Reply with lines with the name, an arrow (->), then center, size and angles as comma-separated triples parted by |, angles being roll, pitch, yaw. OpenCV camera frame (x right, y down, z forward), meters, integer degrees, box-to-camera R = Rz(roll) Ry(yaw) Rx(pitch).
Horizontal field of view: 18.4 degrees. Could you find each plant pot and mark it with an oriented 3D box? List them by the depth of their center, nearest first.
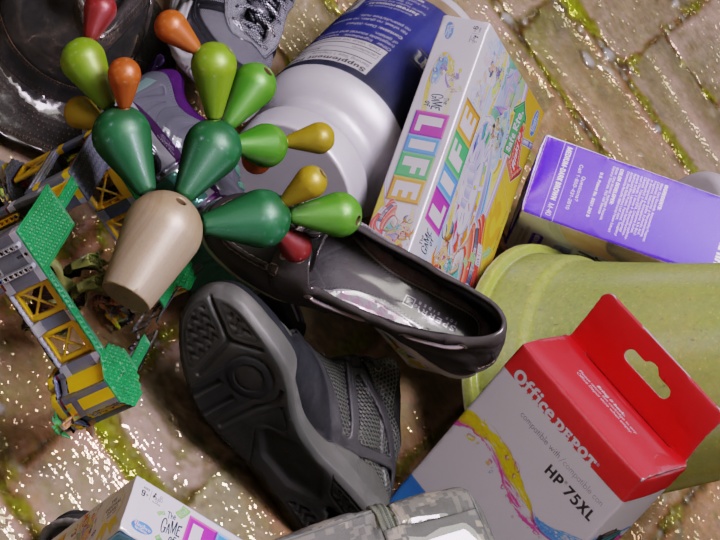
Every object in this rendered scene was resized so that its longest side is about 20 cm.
plant pot -> 0.197, 0.071, 1.478 | 0.200, 0.184, 0.201 | 14, 72, -52

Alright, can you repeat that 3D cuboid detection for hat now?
hat -> -0.180, -0.168, 1.428 | 0.200, 0.081, 0.201 | 22, 51, -30

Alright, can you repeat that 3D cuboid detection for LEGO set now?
LEGO set -> -0.192, 0.013, 1.302 | 0.154, 0.115, 0.200 | 54, 26, -27

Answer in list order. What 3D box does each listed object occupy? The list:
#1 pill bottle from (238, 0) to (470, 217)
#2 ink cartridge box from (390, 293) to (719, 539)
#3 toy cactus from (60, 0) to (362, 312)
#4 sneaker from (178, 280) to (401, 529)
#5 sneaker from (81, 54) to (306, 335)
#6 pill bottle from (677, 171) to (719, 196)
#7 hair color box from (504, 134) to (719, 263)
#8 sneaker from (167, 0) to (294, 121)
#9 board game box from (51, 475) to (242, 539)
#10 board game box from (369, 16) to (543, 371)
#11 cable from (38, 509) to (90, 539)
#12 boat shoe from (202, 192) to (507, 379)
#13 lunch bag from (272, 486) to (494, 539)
pill bottle -> -0.002, -0.105, 1.516 | 0.116, 0.116, 0.200 | 47, 44, -6
ink cartridge box -> 0.117, 0.123, 1.385 | 0.116, 0.200, 0.067 | 48, 27, 21
toy cactus -> -0.103, -0.053, 1.280 | 0.200, 0.102, 0.165 | 36, 66, -19
sneaker -> -0.039, 0.069, 1.386 | 0.200, 0.076, 0.114 | 53, 33, -24
sneaker -> -0.086, -0.044, 1.416 | 0.200, 0.074, 0.088 | 54, 47, -15
pill bottle -> 0.319, 0.008, 1.723 | 0.199, 0.112, 0.113 | 23, 50, -29
hair color box -> 0.208, -0.022, 1.573 | 0.199, 0.109, 0.065 | 18, 77, 2
sneaker -> -0.066, -0.182, 1.468 | 0.075, 0.114, 0.200 | 41, 19, -26
board game box -> -0.118, 0.190, 1.160 | 0.134, 0.200, 0.034 | 34, 46, -20
board game box -> 0.058, -0.047, 1.475 | 0.134, 0.034, 0.201 | 47, 59, -60
cable -> -0.093, 0.177, 1.217 | 0.199, 0.097, 0.050 | 25, 33, 13
boat shoe -> 0.000, 0.000, 1.350 | 0.199, 0.057, 0.067 | 27, 65, -4
lunch bag -> 0.005, 0.237, 1.283 | 0.167, 0.139, 0.201 | -12, 70, -20
